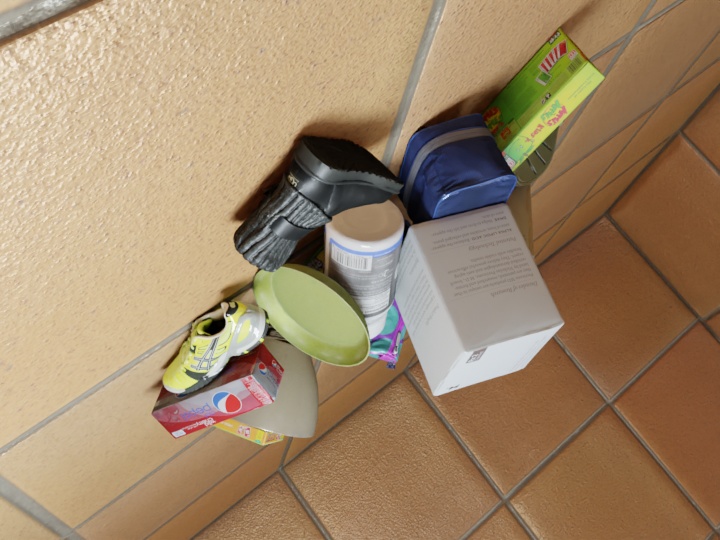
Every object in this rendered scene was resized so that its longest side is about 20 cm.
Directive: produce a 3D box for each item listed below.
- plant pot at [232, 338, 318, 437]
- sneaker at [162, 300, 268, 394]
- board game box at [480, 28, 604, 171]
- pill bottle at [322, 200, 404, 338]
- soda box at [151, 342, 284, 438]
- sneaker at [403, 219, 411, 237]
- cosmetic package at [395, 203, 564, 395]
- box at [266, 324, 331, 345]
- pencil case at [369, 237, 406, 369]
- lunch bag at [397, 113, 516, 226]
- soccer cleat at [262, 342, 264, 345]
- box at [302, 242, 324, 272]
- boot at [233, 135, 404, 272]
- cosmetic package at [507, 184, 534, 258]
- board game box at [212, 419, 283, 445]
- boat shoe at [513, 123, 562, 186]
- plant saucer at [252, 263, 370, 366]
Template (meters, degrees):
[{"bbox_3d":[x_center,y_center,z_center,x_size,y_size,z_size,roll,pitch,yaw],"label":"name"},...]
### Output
[{"bbox_3d":[-0.151,0.183,1.329,0.200,0.196,0.137,24,84,-75],"label":"plant pot"},{"bbox_3d":[-0.221,0.102,1.120,0.199,0.076,0.076,-39,132,20],"label":"sneaker"},{"bbox_3d":[0.263,-0.253,1.190,0.047,0.103,0.200,25,120,-35],"label":"board game box"},{"bbox_3d":[0.000,0.000,1.142,0.113,0.113,0.203,-30,144,-32],"label":"pill bottle"},{"bbox_3d":[-0.213,0.180,1.169,0.197,0.064,0.071,-22,-149,24],"label":"soda box"},{"bbox_3d":[0.073,-0.049,1.391,0.090,0.075,0.199,-45,167,25],"label":"sneaker"},{"bbox_3d":[0.159,0.043,1.139,0.162,0.203,0.166,-14,156,-18],"label":"cosmetic package"},{"bbox_3d":[-0.082,0.102,1.324,0.199,0.160,0.022,1,94,-71],"label":"box"},{"bbox_3d":[0.058,0.050,1.271,0.085,0.091,0.204,33,76,-46],"label":"pencil case"},{"bbox_3d":[0.135,-0.130,1.174,0.133,0.135,0.201,-15,155,-16],"label":"lunch bag"},{"bbox_3d":[-0.217,0.150,1.227,0.068,0.074,0.201,-20,155,-54],"label":"soccer cleat"},{"bbox_3d":[-0.057,0.005,1.268,0.199,0.049,0.117,-42,166,15],"label":"box"},{"bbox_3d":[-0.050,-0.077,0.953,0.209,0.080,0.159,2,131,-54],"label":"boot"},{"bbox_3d":[0.249,-0.089,1.303,0.071,0.204,0.104,-1,155,11],"label":"cosmetic package"},{"bbox_3d":[-0.228,0.242,1.301,0.095,0.196,0.031,27,78,-75],"label":"board game box"},{"bbox_3d":[0.276,-0.222,1.273,0.075,0.068,0.202,44,66,-36],"label":"boat shoe"},{"bbox_3d":[-0.066,0.059,1.131,0.031,0.198,0.201,-54,176,-33],"label":"plant saucer"}]
